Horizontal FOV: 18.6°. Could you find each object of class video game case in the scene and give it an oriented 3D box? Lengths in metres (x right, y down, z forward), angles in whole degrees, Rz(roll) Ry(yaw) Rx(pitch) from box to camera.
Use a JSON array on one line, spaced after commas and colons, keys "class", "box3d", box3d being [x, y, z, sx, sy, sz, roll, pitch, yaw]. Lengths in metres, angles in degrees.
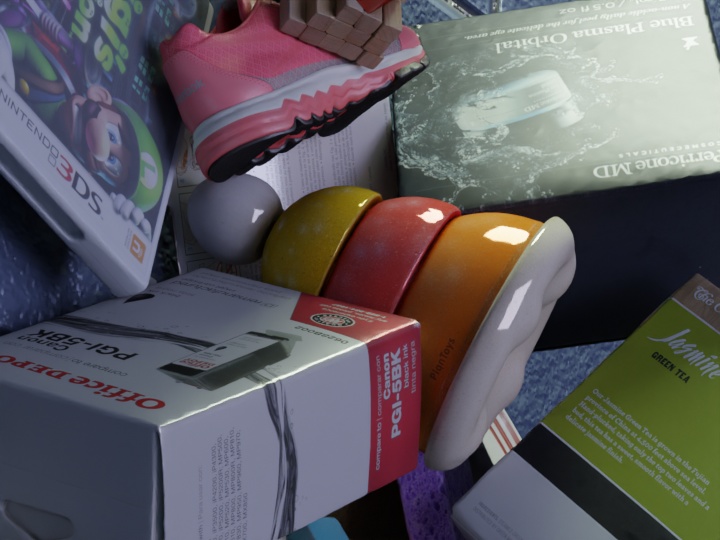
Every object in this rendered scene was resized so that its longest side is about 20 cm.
[{"class": "video game case", "box3d": [-0.142, -0.118, 1.090, 0.182, 0.023, 0.200, 51, 36, -41]}]

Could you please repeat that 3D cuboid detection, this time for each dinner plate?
[{"class": "dinner plate", "box3d": [0.098, 0.142, 1.400, 0.200, 0.024, 0.200, 60, 10, -17]}]

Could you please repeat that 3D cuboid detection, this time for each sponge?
[{"class": "sponge", "box3d": [0.050, 0.151, 1.234, 0.112, 0.030, 0.201, 43, 34, -73]}]

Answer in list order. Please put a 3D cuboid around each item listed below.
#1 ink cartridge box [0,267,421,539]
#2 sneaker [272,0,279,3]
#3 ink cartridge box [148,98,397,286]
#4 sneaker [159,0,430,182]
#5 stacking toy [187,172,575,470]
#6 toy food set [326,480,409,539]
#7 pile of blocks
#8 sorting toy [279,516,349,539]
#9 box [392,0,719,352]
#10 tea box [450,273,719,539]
[{"class": "ink cartridge box", "box3d": [-0.085, 0.070, 1.047, 0.200, 0.147, 0.083, -21, 117, -52]}, {"class": "sneaker", "box3d": [-0.018, -0.217, 1.277, 0.075, 0.080, 0.201, 3, 84, -55]}, {"class": "ink cartridge box", "box3d": [-0.059, -0.014, 1.237, 0.200, 0.050, 0.161, -9, 94, -39]}, {"class": "sneaker", "box3d": [-0.033, -0.117, 1.181, 0.087, 0.074, 0.200, 59, 36, 2]}, {"class": "stacking toy", "box3d": [0.000, 0.000, 1.153, 0.146, 0.200, 0.146, -59, 170, -17]}, {"class": "toy food set", "box3d": [0.017, 0.175, 1.312, 0.200, 0.049, 0.198, 39, 54, -49]}, {"class": "pile of blocks", "box3d": [0.018, -0.194, 1.193, 0.082, 0.062, 0.200, 38, 44, -8]}, {"class": "sorting toy", "box3d": [-0.073, 0.180, 1.116, 0.180, 0.107, 0.200, 36, 56, -13]}, {"class": "box", "box3d": [0.123, -0.059, 1.300, 0.200, 0.196, 0.118, -92, 172, -50]}, {"class": "tea box", "box3d": [0.183, 0.149, 1.223, 0.197, 0.134, 0.200, -42, 144, -11]}]
